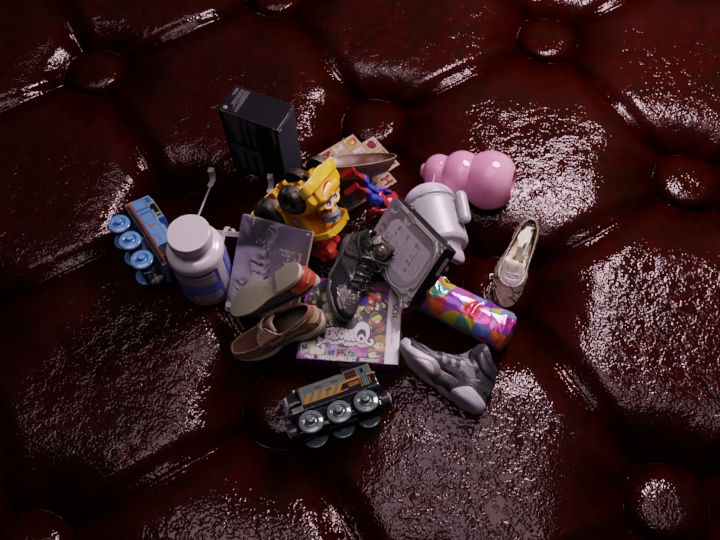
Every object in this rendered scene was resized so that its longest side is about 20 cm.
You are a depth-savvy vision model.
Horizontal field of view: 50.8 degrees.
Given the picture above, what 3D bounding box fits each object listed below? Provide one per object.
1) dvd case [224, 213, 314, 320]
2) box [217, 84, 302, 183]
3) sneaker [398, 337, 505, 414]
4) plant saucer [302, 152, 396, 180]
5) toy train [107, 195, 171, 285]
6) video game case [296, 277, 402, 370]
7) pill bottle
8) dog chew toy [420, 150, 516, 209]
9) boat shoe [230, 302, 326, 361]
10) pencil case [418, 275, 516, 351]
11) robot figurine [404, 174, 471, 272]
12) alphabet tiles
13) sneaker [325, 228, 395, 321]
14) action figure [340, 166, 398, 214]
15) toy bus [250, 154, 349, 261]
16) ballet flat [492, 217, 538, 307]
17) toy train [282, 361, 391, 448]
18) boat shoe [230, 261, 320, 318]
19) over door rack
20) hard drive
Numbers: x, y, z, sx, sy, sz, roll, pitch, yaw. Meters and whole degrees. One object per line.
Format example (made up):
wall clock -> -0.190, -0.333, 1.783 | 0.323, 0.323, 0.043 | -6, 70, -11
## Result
dvd case -> -0.181, 0.002, 1.497 | 0.148, 0.016, 0.201 | 14, 102, 9
box -> -0.209, -0.282, 1.618 | 0.141, 0.200, 0.079 | 24, 64, 14
sneaker -> 0.175, 0.172, 1.431 | 0.200, 0.076, 0.114 | 38, 68, 14
plant saucer -> -0.021, -0.219, 1.606 | 0.200, 0.200, 0.035 | -7, 104, -2
toy train -> -0.439, -0.059, 1.569 | 0.114, 0.087, 0.200 | -29, 62, -20
video game case -> -0.018, 0.103, 1.493 | 0.199, 0.036, 0.182 | 4, 60, 4
pill bottle -> -0.315, -0.022, 1.478 | 0.112, 0.200, 0.112 | -1, 61, 1
dog chew toy -> 0.225, -0.199, 1.610 | 0.200, 0.125, 0.125 | 11, 62, 17
boat shoe -> -0.166, 0.111, 1.452 | 0.200, 0.072, 0.076 | -25, 53, 11
pencil case -> 0.206, 0.078, 1.474 | 0.200, 0.088, 0.088 | 30, 66, 14
robot figurine -> 0.152, -0.097, 1.552 | 0.169, 0.113, 0.200 | -29, 59, 26
alphabet tiles -> -0.022, -0.219, 1.687 | 0.200, 0.006, 0.166 | -33, 65, -15
sneaker -> 0.000, 0.000, 1.466 | 0.076, 0.114, 0.200 | 36, 53, -27
action figure -> 0.031, -0.151, 1.555 | 0.052, 0.200, 0.066 | -32, 59, 27
toy bus -> -0.094, -0.110, 1.523 | 0.192, 0.200, 0.136 | 51, 52, -15
ballet flat -> 0.315, -0.024, 1.530 | 0.068, 0.075, 0.200 | 20, 64, 11
toy train -> -0.046, 0.246, 1.396 | 0.200, 0.085, 0.114 | -19, 50, -6
boat shoe -> -0.168, 0.045, 1.458 | 0.200, 0.063, 0.071 | -28, 55, 30
over door rack -> -0.269, -0.121, 1.610 | 0.147, 0.067, 0.200 | 6, 55, 3
hard drive -> 0.089, -0.038, 1.487 | 0.140, 0.038, 0.200 | -58, 41, 19
